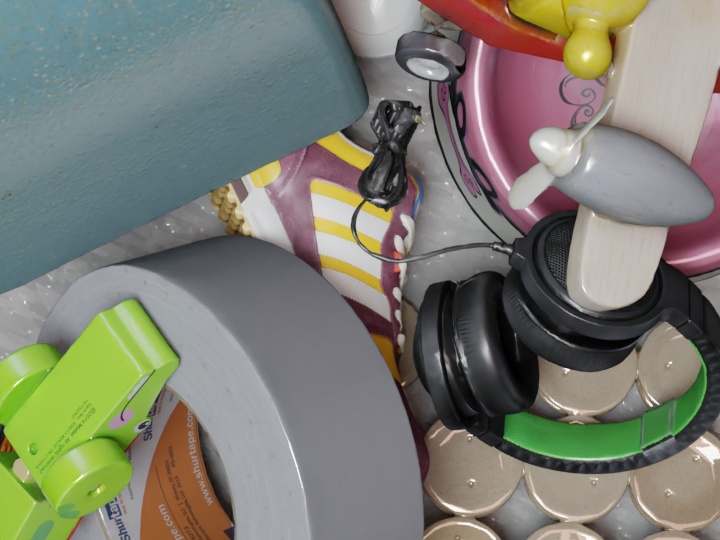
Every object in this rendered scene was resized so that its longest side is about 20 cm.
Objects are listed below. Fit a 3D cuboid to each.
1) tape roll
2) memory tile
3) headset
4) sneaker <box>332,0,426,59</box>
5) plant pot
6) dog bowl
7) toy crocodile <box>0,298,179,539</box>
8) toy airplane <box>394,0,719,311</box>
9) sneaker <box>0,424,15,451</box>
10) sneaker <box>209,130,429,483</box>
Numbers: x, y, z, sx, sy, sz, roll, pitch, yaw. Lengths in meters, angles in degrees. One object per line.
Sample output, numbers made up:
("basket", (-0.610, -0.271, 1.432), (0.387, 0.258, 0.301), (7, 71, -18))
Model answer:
("tape roll", (-0.064, 0.089, 0.874), (0.200, 0.066, 0.202), (17, 114, 44))
("memory tile", (0.076, 0.092, 0.934), (0.199, 0.017, 0.154), (5, 80, 2))
("headset", (0.073, 0.010, 0.868), (0.123, 0.094, 0.200), (-32, 124, 34))
("sneaker", (-0.004, -0.194, 0.890), (0.076, 0.081, 0.201), (-6, 98, 2))
("plant pot", (-0.124, -0.137, 0.804), (0.195, 0.200, 0.197), (-26, 76, -5))
("dog bowl", (0.130, -0.086, 0.900), (0.199, 0.074, 0.201), (0, 97, 3))
("toy crocodile", (-0.140, 0.095, 0.857), (0.068, 0.062, 0.200), (47, 113, 26))
("toy airplane", (0.119, -0.110, 0.789), (0.198, 0.141, 0.201), (-28, 81, -14))
("sneaker", (-0.244, 0.114, 0.921), (0.200, 0.076, 0.092), (-42, 65, 5))
("sneaker", (0.000, 0.000, 0.906), (0.090, 0.075, 0.201), (-26, 87, -10))
